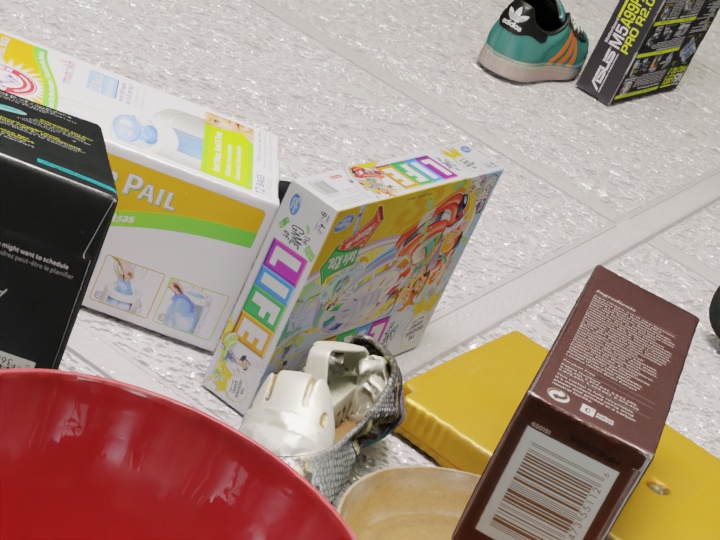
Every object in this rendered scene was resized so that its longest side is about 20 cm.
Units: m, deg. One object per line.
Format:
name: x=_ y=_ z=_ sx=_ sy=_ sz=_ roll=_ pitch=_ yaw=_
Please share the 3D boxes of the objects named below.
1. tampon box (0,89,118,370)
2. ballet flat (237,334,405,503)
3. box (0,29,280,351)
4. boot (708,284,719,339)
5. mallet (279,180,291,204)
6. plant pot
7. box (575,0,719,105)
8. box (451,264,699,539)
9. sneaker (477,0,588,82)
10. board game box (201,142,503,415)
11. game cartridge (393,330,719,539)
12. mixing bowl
tampon box: x=-0.207 y=-0.021 z=0.875 sx=0.150 sy=0.127 sz=0.200 roll=20 pitch=9 yaw=-14
ballet flat: x=-0.029 y=0.077 z=0.966 sx=0.072 sy=0.072 sz=0.200 roll=30 pitch=23 yaw=10
box: x=-0.156 y=-0.051 z=1.070 sx=0.200 sy=0.102 sz=0.113 roll=21 pitch=23 yaw=-12
boot: x=0.373 y=0.075 z=1.384 sx=0.154 sy=0.074 sz=0.204 roll=4 pitch=32 yaw=-46
mallet: x=-0.113 y=-0.077 z=1.262 sx=0.200 sy=0.041 sz=0.066 roll=34 pitch=21 yaw=30
plant pot: x=0.074 y=0.170 z=0.933 sx=0.200 sy=0.028 sz=0.200 roll=22 pitch=23 yaw=-10
box: x=0.311 y=-0.257 z=1.914 sx=0.044 sy=0.160 sz=0.200 roll=36 pitch=26 yaw=19
box: x=0.120 y=0.083 z=1.001 sx=0.075 sy=0.100 sz=0.200 roll=27 pitch=25 yaw=5
sneaker: x=0.188 y=-0.238 z=1.846 sx=0.071 sy=0.080 sz=0.200 roll=33 pitch=24 yaw=17
board game box: x=0.000 y=0.000 z=1.081 sx=0.034 sy=0.135 sz=0.200 roll=35 pitch=25 yaw=21
game cartridge: x=0.132 y=0.114 z=1.110 sx=0.200 sy=0.032 sz=0.176 roll=32 pitch=24 yaw=21
mixing bowl: x=-0.103 y=0.138 z=0.714 sx=0.200 sy=0.109 sz=0.200 roll=22 pitch=24 yaw=-10
